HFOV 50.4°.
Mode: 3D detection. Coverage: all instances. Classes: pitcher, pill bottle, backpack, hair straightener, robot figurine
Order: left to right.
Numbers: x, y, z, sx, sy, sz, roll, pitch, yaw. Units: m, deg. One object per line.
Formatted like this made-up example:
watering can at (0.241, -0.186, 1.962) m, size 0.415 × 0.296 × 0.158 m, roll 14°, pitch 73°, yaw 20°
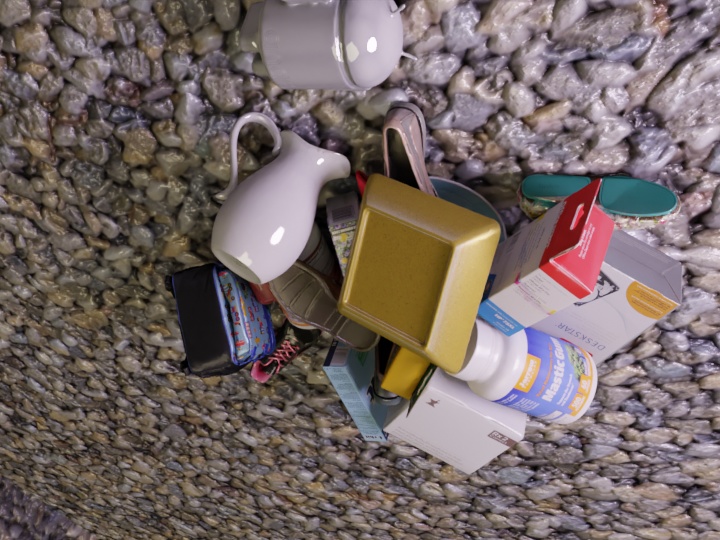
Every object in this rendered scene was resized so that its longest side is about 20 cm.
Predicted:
backpack at (-0.216, 0.079, 1.276) m, size 0.133 × 0.185 × 0.200 m, roll -14°, pitch 173°, yaw 14°
hair straightener at (-0.181, -0.044, 1.201) m, size 0.040 × 0.077 × 0.201 m, roll -18°, pitch 123°, yaw 16°
pitcher at (-0.132, -0.100, 1.022) m, size 0.170 × 0.201 × 0.121 m, roll 32°, pitch 163°, yaw 0°
pill bottle at (-0.100, -0.014, 1.170) m, size 0.111 × 0.113 × 0.201 m, roll -2°, pitch 135°, yaw 27°
robot figurine at (-0.036, -0.262, 0.861) m, size 0.197 × 0.114 × 0.170 m, roll 4°, pitch 158°, yaw 21°
pill bottle at (0.211, 0.129, 1.032) m, size 0.198 × 0.113 × 0.112 m, roll 21°, pitch 144°, yaw -25°

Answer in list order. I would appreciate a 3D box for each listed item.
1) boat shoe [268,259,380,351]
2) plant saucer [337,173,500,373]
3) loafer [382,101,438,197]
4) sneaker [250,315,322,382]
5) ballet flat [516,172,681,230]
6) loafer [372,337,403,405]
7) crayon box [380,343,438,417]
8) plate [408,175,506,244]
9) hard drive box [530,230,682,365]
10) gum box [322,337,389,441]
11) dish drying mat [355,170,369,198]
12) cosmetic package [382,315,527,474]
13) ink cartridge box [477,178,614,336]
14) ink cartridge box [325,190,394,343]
boat shoe at (-0.057, 0.043, 1.115) m, size 0.200 × 0.068 × 0.072 m, roll 41°, pitch 105°, yaw -20°
plant saucer at (0.055, 0.005, 0.948) m, size 0.198 × 0.048 × 0.203 m, roll 25°, pitch 112°, yaw 31°
loafer at (0.057, -0.113, 0.993) m, size 0.071 × 0.063 × 0.202 m, roll 3°, pitch 122°, yaw 24°
sneaker at (-0.139, 0.145, 1.382) m, size 0.079 × 0.096 × 0.200 m, roll 36°, pitch 137°, yaw -15°
ballet flat at (0.293, -0.082, 0.952) m, size 0.198 × 0.076 × 0.064 m, roll 12°, pitch 151°, yaw 27°
loafer at (0.052, 0.108, 1.171) m, size 0.071 × 0.202 × 0.063 m, roll -1°, pitch 135°, yaw 8°
crayon box at (0.084, 0.088, 1.076) m, size 0.051 × 0.201 × 0.127 m, roll 23°, pitch 131°, yaw -2°
plate at (0.111, -0.061, 1.088) m, size 0.197 × 0.026 × 0.202 m, roll 12°, pitch 139°, yaw 11°
hard drive box at (0.317, 0.035, 1.061) m, size 0.154 × 0.077 × 0.201 m, roll 27°, pitch 141°, yaw -6°
gum box at (0.016, 0.152, 1.257) m, size 0.044 × 0.171 × 0.201 m, roll -2°, pitch 135°, yaw 25°
dish drying mat at (0.035, -0.046, 1.078) m, size 0.018 × 0.077 × 0.201 m, roll -27°, pitch 135°, yaw -12°
cosmetic package at (0.158, 0.170, 1.188) m, size 0.163 × 0.201 × 0.165 m, roll 28°, pitch 140°, yaw -7°
ink cartridge box at (0.229, -0.012, 0.917) m, size 0.067 × 0.117 × 0.200 m, roll 36°, pitch 146°, yaw -10°
ink cartridge box at (0.000, 0.000, 1.098) m, size 0.050 × 0.109 × 0.202 m, roll -14°, pitch 116°, yaw 3°
